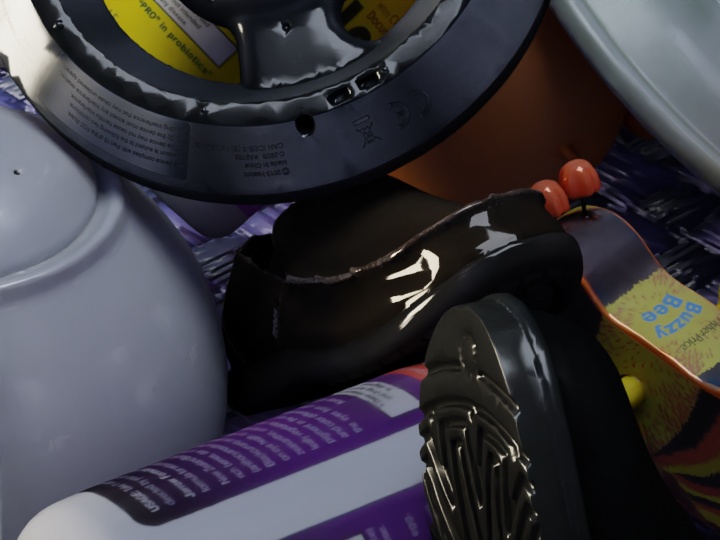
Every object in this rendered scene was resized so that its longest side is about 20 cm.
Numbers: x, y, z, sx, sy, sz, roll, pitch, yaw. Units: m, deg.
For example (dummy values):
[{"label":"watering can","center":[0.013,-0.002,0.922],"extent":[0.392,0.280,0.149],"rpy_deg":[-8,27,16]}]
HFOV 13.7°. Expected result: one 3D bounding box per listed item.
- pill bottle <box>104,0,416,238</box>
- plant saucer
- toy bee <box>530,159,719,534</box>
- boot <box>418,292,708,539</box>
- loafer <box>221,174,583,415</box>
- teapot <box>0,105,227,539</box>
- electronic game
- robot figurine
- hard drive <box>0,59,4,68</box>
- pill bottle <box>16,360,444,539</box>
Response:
[{"label":"pill bottle","center":[-0.016,-0.113,1.071],"extent":[0.200,0.104,0.104],"rpy_deg":[-44,43,1]},{"label":"plant saucer","center":[0.144,-0.097,1.145],"extent":[0.200,0.050,0.200],"rpy_deg":[36,27,-21]},{"label":"toy bee","center":[0.082,0.025,1.015],"extent":[0.200,0.109,0.131],"rpy_deg":[11,37,16]},{"label":"boot","center":[0.111,0.089,0.853],"extent":[0.158,0.211,0.079],"rpy_deg":[-20,12,-21]},{"label":"loafer","center":[0.000,0.000,0.986],"extent":[0.073,0.071,0.200],"rpy_deg":[-14,-4,-31]},{"label":"teapot","center":[-0.136,0.011,0.997],"extent":[0.200,0.146,0.197],"rpy_deg":[23,40,28]},{"label":"electronic game","center":[-0.031,-0.116,0.998],"extent":[0.200,0.042,0.200],"rpy_deg":[-3,69,8]},{"label":"robot figurine","center":[0.048,-0.097,1.187],"extent":[0.117,0.144,0.200],"rpy_deg":[-26,31,14]},{"label":"hard drive","center":[-0.054,-0.154,1.270],"extent":[0.200,0.038,0.140],"rpy_deg":[-28,0,-37]},{"label":"pill bottle","center":[-0.036,0.106,0.887],"extent":[0.200,0.111,0.111],"rpy_deg":[-20,39,-28]}]
